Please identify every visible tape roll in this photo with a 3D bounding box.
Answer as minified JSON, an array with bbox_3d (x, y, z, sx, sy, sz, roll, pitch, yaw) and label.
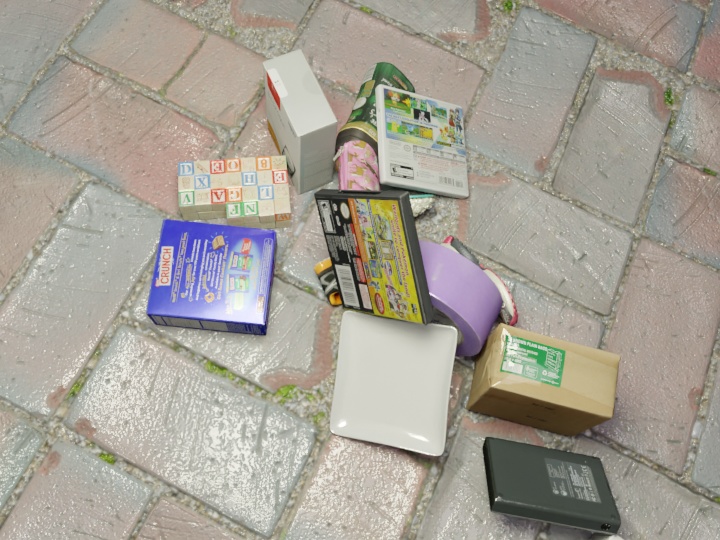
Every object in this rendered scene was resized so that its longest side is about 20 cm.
[{"bbox_3d":[0.129,0.048,1.116,0.197,0.201,0.086,31,69,7],"label":"tape roll"}]

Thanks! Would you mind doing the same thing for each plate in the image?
[{"bbox_3d":[0.054,0.179,1.100,0.194,0.032,0.206,7,90,18],"label":"plate"}]

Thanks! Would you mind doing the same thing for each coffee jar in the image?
[{"bbox_3d":[0.027,-0.285,1.286,0.104,0.084,0.204,35,65,-31],"label":"coffee jar"}]

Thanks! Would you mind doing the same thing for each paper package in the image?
[{"bbox_3d":[0.286,0.180,1.087,0.195,0.191,0.106,15,67,2],"label":"paper package"}]

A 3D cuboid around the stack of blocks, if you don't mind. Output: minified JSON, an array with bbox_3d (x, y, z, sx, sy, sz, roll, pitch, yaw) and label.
[{"bbox_3d":[-0.226,-0.136,1.228,0.194,0.059,0.118,-4,70,-7],"label":"stack of blocks"}]

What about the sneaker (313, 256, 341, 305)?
[{"bbox_3d":[0.000,0.000,1.144,0.077,0.198,0.079,-8,79,-39],"label":"sneaker"}]

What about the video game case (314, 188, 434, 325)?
[{"bbox_3d":[0.019,-0.023,1.034,0.025,0.178,0.205,-32,118,-39],"label":"video game case"}]

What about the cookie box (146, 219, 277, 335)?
[{"bbox_3d":[-0.249,0.011,1.160,0.194,0.075,0.176,6,69,-4],"label":"cookie box"}]

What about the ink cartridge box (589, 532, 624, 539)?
[{"bbox_3d":[0.416,0.522,1.025,0.198,0.084,0.146,37,69,10],"label":"ink cartridge box"}]

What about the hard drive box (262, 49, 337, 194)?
[{"bbox_3d":[-0.108,-0.260,1.211,0.075,0.201,0.159,-22,71,-14],"label":"hard drive box"}]

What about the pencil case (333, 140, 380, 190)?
[{"bbox_3d":[-0.006,-0.137,1.154,0.084,0.084,0.203,7,41,-9],"label":"pencil case"}]

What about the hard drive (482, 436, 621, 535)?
[{"bbox_3d":[0.295,0.335,1.072,0.194,0.034,0.141,11,29,-1],"label":"hard drive"}]

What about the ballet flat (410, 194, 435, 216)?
[{"bbox_3d":[0.040,-0.106,1.249,0.194,0.072,0.074,-2,69,-4],"label":"ballet flat"}]

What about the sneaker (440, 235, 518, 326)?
[{"bbox_3d":[0.199,0.030,1.196,0.074,0.081,0.200,-41,59,-7],"label":"sneaker"}]

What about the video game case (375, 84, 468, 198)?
[{"bbox_3d":[0.116,-0.237,1.265,0.195,0.022,0.188,6,75,-31],"label":"video game case"}]
